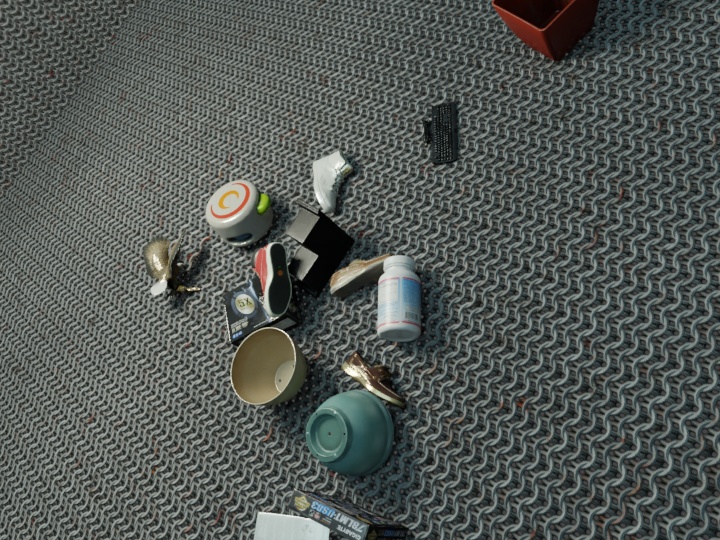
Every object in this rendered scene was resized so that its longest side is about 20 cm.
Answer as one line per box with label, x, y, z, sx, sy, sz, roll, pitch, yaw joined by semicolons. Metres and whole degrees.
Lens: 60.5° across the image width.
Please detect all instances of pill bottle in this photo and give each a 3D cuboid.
pill bottle;0.098;0.070;1.545;0.109;0.109;0.200;-10;62;25

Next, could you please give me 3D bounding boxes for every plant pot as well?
plant pot;0.505;-0.681;1.629;0.200;0.176;0.200;-44;54;5
plant pot;-0.042;0.379;1.435;0.200;0.134;0.201;-8;76;34
plant pot;-0.218;0.264;1.614;0.200;0.134;0.201;-13;62;25

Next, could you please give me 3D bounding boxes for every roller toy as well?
roller toy;-0.371;-0.173;1.905;0.182;0.140;0.200;-46;51;-11

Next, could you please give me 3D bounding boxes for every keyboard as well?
keyboard;0.219;-0.390;1.738;0.104;0.040;0.200;-10;62;24

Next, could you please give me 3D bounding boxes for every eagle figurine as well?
eagle figurine;-0.607;-0.021;1.963;0.151;0.200;0.151;-15;11;-13

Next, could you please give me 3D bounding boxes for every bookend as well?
bookend;-0.144;-0.057;1.685;0.092;0.199;0.200;30;85;36

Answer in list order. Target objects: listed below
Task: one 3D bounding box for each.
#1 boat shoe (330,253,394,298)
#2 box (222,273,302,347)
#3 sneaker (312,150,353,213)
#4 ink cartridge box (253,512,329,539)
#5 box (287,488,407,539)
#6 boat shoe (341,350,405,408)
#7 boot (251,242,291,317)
boat shoe;0.000;0.000;1.656;0.200;0.076;0.072;-26;55;15
box;-0.280;0.109;1.753;0.200;0.086;0.164;-26;56;16
sneaker;-0.075;-0.271;1.826;0.115;0.074;0.200;-24;56;21
ink cartridge box;-0.162;0.664;1.454;0.200;0.047;0.160;-3;66;22
box;-0.025;0.537;1.336;0.200;0.198;0.050;12;75;32
boat shoe;0.040;0.262;1.512;0.200;0.072;0.072;30;83;41
boot;-0.253;0.031;1.691;0.144;0.072;0.200;-13;78;54
